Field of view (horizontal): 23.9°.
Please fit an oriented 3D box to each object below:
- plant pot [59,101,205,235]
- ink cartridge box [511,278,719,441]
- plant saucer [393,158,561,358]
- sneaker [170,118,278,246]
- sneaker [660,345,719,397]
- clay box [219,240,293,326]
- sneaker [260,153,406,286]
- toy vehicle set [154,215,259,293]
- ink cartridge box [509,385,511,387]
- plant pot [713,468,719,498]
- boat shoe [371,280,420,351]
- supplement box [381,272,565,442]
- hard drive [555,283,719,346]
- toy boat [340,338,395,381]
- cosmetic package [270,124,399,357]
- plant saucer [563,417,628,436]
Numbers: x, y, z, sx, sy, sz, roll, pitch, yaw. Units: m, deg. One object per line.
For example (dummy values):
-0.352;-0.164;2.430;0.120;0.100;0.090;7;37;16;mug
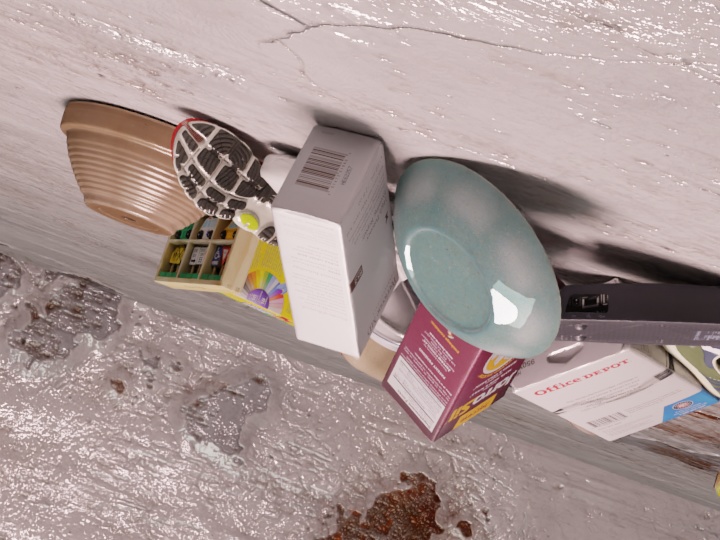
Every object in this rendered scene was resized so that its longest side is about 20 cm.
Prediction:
-0.229;-0.097;1.783;0.199;0.094;0.201;19;171;3;plant pot
0.265;0.097;1.789;0.144;0.085;0.199;-24;147;31;ink cartridge box
0.088;0.000;1.487;0.200;0.039;0.202;37;146;30;plant saucer
-0.130;-0.091;1.683;0.085;0.077;0.200;46;-178;42;sneaker
0.391;0.097;1.739;0.199;0.068;0.089;30;171;-40;sneaker
-0.098;-0.009;1.976;0.199;0.116;0.047;27;169;-41;clay box
-0.031;-0.031;1.657;0.200;0.100;0.078;40;173;-24;sneaker
-0.163;-0.040;1.883;0.026;0.126;0.199;22;171;-26;toy vehicle set
0.106;0.081;1.942;0.099;0.040;0.199;21;173;45;ink cartridge box
0.437;0.159;1.583;0.180;0.201;0.200;16;172;12;plant pot
0.000;0.000;1.751;0.200;0.073;0.065;47;170;16;boat shoe
0.108;0.065;1.666;0.086;0.110;0.201;48;146;19;supplement box
0.281;0.043;1.601;0.197;0.043;0.135;2;169;8;hard drive
0.021;0.055;2.200;0.131;0.131;0.200;47;-175;26;toy boat
-0.020;-0.023;1.525;0.073;0.102;0.201;15;147;19;cosmetic package
0.235;0.122;1.971;0.200;0.037;0.201;42;-162;-17;plant saucer
